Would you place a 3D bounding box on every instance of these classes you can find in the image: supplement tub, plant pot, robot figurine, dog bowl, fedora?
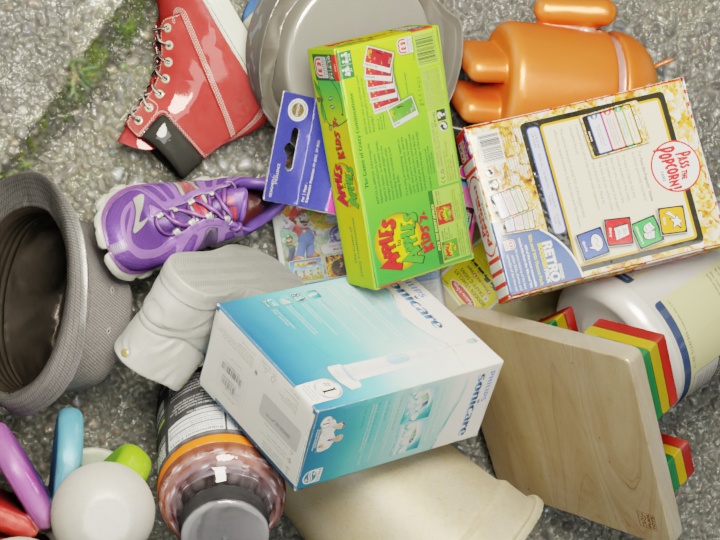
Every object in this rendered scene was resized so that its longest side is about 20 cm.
[{"bbox_3d":[0.294,0.027,1.492,0.200,0.145,0.145,-31,99,-26],"label":"supplement tub"},{"bbox_3d":[0.025,0.206,1.430,0.200,0.200,0.184,-44,91,-9],"label":"plant pot"},{"bbox_3d":[0.183,-0.166,1.483,0.199,0.117,0.144,3,76,-14],"label":"robot figurine"},{"bbox_3d":[-0.010,-0.189,1.413,0.200,0.059,0.201,-11,114,-26],"label":"dog bowl"},{"bbox_3d":[-0.117,0.161,1.366,0.107,0.200,0.107,-3,120,-6],"label":"supplement tub"},{"bbox_3d":[-0.253,0.022,1.374,0.090,0.177,0.201,9,72,-44],"label":"fedora"}]

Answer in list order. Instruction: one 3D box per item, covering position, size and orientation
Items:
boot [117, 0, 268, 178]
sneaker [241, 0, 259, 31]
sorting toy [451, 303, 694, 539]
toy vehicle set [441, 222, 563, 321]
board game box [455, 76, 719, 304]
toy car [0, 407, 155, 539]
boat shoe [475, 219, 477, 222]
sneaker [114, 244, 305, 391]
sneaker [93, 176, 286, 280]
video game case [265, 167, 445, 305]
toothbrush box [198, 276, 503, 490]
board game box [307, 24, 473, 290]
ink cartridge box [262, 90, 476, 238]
[{"bbox_3d":[-0.172,-0.186,1.417,0.144,0.072,0.200,-34,103,-10],"label":"boot"},{"bbox_3d":[-0.058,-0.308,1.440,0.111,0.077,0.200,43,90,-4],"label":"sneaker"},{"bbox_3d":[0.194,0.120,1.440,0.070,0.199,0.200,-38,124,-32],"label":"sorting toy"},{"bbox_3d":[0.112,0.003,1.517,0.124,0.027,0.200,-41,101,-10],"label":"toy vehicle set"},{"bbox_3d":[0.198,-0.068,1.401,0.199,0.046,0.152,-13,84,-8],"label":"board game box"},{"bbox_3d":[-0.271,0.197,1.350,0.200,0.175,0.150,-41,99,-9],"label":"toy car"},{"bbox_3d":[0.178,-0.066,1.481,0.199,0.066,0.070,5,92,9],"label":"boat shoe"},{"bbox_3d":[-0.130,0.042,1.391,0.074,0.200,0.116,47,111,23],"label":"sneaker"},{"bbox_3d":[-0.141,-0.050,1.379,0.200,0.083,0.081,-24,97,-48],"label":"sneaker"},{"bbox_3d":[0.000,0.000,1.470,0.143,0.018,0.201,-8,96,4],"label":"video game case"},{"bbox_3d":[-0.007,0.082,1.345,0.200,0.146,0.085,-13,132,-38],"label":"toothbrush box"},{"bbox_3d":[0.026,-0.095,1.358,0.101,0.048,0.201,-17,105,-28],"label":"board game box"},{"bbox_3d":[0.017,-0.088,1.402,0.200,0.037,0.095,10,93,-29],"label":"ink cartridge box"}]
